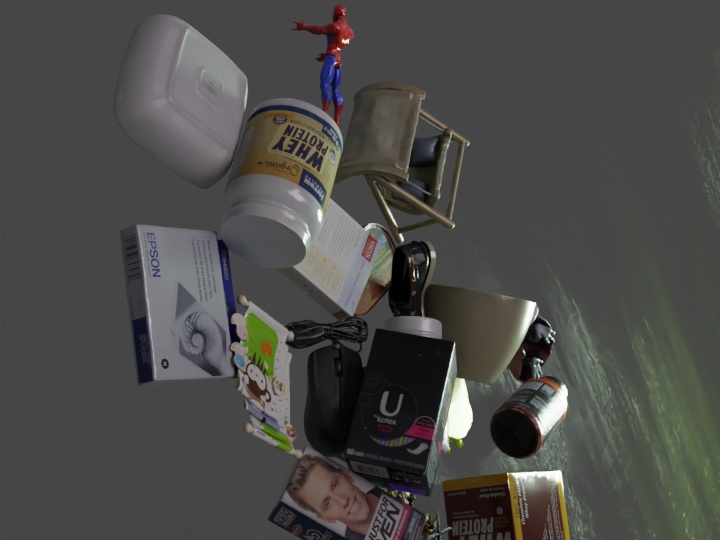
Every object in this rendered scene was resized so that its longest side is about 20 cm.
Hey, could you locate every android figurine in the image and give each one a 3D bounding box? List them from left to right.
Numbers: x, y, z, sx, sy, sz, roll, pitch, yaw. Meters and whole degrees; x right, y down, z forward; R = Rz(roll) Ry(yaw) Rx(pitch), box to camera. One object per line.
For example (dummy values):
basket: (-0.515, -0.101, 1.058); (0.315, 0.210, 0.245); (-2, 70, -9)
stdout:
android figurine: (0.135, 0.210, 1.803); (0.181, 0.041, 0.203); (-10, 82, -56)

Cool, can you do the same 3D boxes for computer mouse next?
computer mouse: (-0.041, 0.170, 1.524); (0.136, 0.053, 0.203); (-2, 85, -20)

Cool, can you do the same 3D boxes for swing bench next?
swing bench: (0.072, -0.191, 1.792); (0.200, 0.128, 0.201); (43, 46, -37)

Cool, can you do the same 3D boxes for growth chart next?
growth chart: (-0.129, 0.144, 1.422); (0.144, 0.018, 0.203); (33, 46, -52)

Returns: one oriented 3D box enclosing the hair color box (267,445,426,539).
hair color box: (-0.016, 0.339, 1.441); (0.198, 0.061, 0.101); (30, 45, -3)

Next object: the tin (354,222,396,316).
tin: (0.000, 0.000, 1.699); (0.113, 0.042, 0.200); (61, 37, -12)

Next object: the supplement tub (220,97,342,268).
supplement tub: (-0.110, -0.120, 1.451); (0.144, 0.143, 0.202); (42, 49, -38)

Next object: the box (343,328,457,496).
box: (0.061, 0.200, 1.492); (0.106, 0.120, 0.202); (75, 26, -60)

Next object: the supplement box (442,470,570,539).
supplement box: (0.257, 0.452, 1.804); (0.199, 0.131, 0.200); (12, 68, -53)

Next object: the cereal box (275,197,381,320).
cereal box: (-0.066, -0.040, 1.577); (0.200, 0.039, 0.145); (42, 52, -24)

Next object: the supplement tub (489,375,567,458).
supplement tub: (0.330, 0.271, 1.999); (0.199, 0.106, 0.108); (-29, 101, -54)

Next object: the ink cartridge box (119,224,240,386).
ink cartridge box: (-0.218, 0.046, 1.370); (0.199, 0.040, 0.203); (2, 76, -54)

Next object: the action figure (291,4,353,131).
action figure: (-0.067, -0.335, 1.720); (0.065, 0.098, 0.203); (8, 93, -56)

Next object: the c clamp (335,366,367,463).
c clamp: (0.020, 0.232, 1.647); (0.171, 0.027, 0.202); (45, 45, -36)

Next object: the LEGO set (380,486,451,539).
LEGO set: (0.052, 0.370, 1.546); (0.199, 0.115, 0.156); (-14, 91, -50)

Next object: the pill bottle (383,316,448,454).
pill bottle: (0.081, 0.180, 1.630); (0.115, 0.115, 0.203); (22, 63, -49)

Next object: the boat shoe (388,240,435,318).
boat shoe: (0.072, 0.048, 1.715); (0.062, 0.074, 0.204); (-7, 119, -30)

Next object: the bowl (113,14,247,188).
bowl: (-0.231, -0.239, 1.434); (0.199, 0.074, 0.202); (37, 49, -40)

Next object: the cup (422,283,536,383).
cup: (0.184, 0.109, 1.750); (0.199, 0.198, 0.146); (14, 85, -51)

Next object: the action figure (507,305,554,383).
action figure: (0.253, 0.118, 1.901); (0.134, 0.199, 0.149); (-48, 130, -9)
